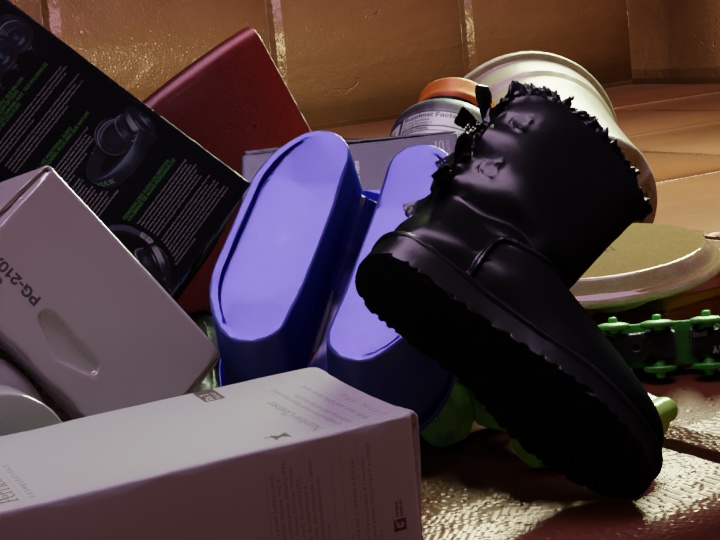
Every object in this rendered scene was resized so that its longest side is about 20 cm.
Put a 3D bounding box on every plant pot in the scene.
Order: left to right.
[{"bbox_3d":[-0.141,-0.035,1.213,0.175,0.201,0.200,-30,1,-30],"label":"plant pot"},{"bbox_3d":[0.176,-0.083,1.448,0.198,0.203,0.184,-7,20,-11],"label":"plant pot"}]

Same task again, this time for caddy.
[{"bbox_3d":[-0.006,0.016,0.915,0.140,0.106,0.201,10,53,15],"label":"caddy"}]

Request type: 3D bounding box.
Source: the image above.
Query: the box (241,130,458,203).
[{"bbox_3d":[0.000,0.000,1.064,0.155,0.051,0.202,-5,51,2],"label":"box"}]

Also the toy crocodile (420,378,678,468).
[{"bbox_3d":[0.091,0.070,0.909,0.067,0.063,0.199,-14,13,-40],"label":"toy crocodile"}]

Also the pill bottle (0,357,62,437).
[{"bbox_3d":[-0.228,0.091,0.822,0.111,0.114,0.199,-13,12,-37],"label":"pill bottle"}]

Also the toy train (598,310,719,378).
[{"bbox_3d":[0.178,0.051,1.048,0.197,0.042,0.056,-4,-1,10],"label":"toy train"}]

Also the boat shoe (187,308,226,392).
[{"bbox_3d":[-0.111,0.070,0.999,0.065,0.076,0.199,3,15,-23],"label":"boat shoe"}]

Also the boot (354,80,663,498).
[{"bbox_3d":[0.106,0.002,0.836,0.163,0.198,0.074,-48,-6,-38],"label":"boot"}]

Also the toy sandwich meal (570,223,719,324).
[{"bbox_3d":[0.182,0.017,1.174,0.202,0.071,0.205,-8,14,2],"label":"toy sandwich meal"}]

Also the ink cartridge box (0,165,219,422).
[{"bbox_3d":[-0.187,0.029,0.901,0.085,0.145,0.199,-50,20,-23],"label":"ink cartridge box"}]

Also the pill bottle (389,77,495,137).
[{"bbox_3d":[0.067,-0.071,1.338,0.105,0.107,0.202,-2,48,20],"label":"pill bottle"}]

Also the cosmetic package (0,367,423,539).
[{"bbox_3d":[-0.082,0.110,0.719,0.198,0.082,0.113,-10,12,-27],"label":"cosmetic package"}]

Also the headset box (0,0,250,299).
[{"bbox_3d":[-0.184,-0.057,0.982,0.093,0.199,0.174,-54,4,-18],"label":"headset box"}]
